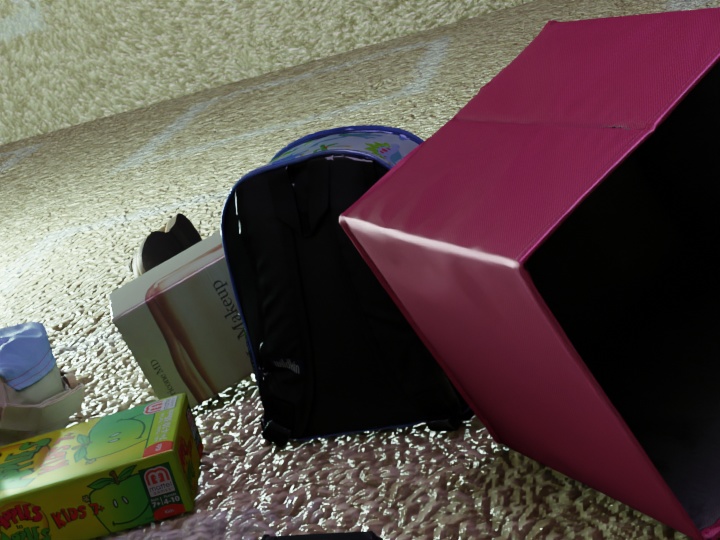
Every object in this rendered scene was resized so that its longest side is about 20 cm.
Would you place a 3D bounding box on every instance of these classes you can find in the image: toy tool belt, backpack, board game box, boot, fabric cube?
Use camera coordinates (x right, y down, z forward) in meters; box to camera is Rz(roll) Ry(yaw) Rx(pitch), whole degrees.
[{"bbox_3d":[-0.294,0.088,1.011,0.123,0.124,0.200,-15,16,4],"label":"toy tool belt"},{"bbox_3d":[0.000,0.000,0.874,0.181,0.202,0.147,-9,18,25],"label":"backpack"},{"bbox_3d":[-0.214,0.152,0.861,0.198,0.048,0.102,-16,17,1],"label":"board game box"},{"bbox_3d":[-0.226,-0.003,1.361,0.075,0.074,0.200,-33,10,9],"label":"boot"},{"bbox_3d":[0.146,-0.009,0.687,0.200,0.197,0.199,-43,22,-14],"label":"fabric cube"}]

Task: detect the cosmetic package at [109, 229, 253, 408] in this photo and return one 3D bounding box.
[{"bbox_3d":[-0.096,0.022,1.009,0.199,0.104,0.087,-31,17,-4],"label":"cosmetic package"}]

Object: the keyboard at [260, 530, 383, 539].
[{"bbox_3d":[-0.063,0.196,0.631,0.125,0.021,0.200,-6,18,15],"label":"keyboard"}]
